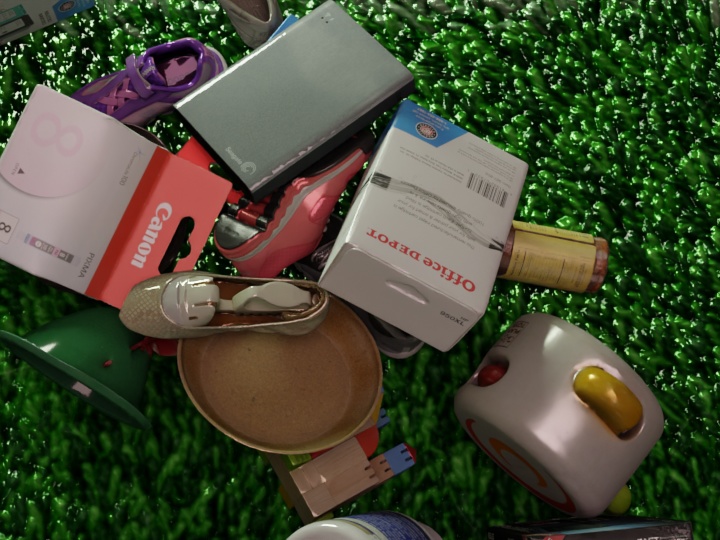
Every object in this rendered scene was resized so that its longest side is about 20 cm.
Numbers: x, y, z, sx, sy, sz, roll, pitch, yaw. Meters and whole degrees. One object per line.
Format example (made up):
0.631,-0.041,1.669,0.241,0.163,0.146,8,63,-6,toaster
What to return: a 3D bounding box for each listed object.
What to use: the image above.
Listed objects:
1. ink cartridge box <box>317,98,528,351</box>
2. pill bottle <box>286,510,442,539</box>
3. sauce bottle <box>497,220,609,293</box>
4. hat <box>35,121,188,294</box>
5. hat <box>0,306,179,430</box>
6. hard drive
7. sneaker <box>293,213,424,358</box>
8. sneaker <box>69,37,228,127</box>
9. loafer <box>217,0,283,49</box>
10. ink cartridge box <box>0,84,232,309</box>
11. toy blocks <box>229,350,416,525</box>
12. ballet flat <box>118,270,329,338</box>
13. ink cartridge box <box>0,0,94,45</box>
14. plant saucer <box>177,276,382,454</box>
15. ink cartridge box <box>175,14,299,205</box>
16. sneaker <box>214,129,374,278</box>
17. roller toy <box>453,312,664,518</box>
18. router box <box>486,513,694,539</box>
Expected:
0.062,-0.045,1.146,0.144,0.084,0.200,27,52,-7,ink cartridge box
0.010,0.285,1.106,0.119,0.200,0.120,-3,83,24,pill bottle
0.158,-0.022,1.256,0.199,0.066,0.066,12,79,-2,sauce bottle
-0.275,-0.060,1.180,0.200,0.081,0.201,0,99,2,hat
-0.227,0.043,1.165,0.165,0.200,0.176,24,72,23,hat
-0.066,-0.169,1.179,0.200,0.033,0.140,-37,62,-12,hard drive
0.000,0.000,1.207,0.200,0.116,0.075,45,79,3,sneaker
-0.231,-0.185,1.230,0.200,0.088,0.081,-28,86,-8,sneaker
-0.145,-0.330,1.274,0.070,0.070,0.200,-35,85,-11,loafer
-0.244,-0.058,1.119,0.199,0.057,0.163,26,89,1,ink cartridge box
-0.029,0.154,1.196,0.136,0.100,0.200,-26,76,-21,toy blocks
-0.124,0.026,1.119,0.199,0.062,0.068,-1,70,-18,ballet flat
-0.397,-0.317,1.207,0.199,0.147,0.146,-26,84,-9,ink cartridge box
-0.079,0.096,1.148,0.199,0.035,0.201,9,50,-11,plant saucer
-0.090,-0.151,1.249,0.116,0.067,0.200,38,78,2,ink cartridge box
-0.059,-0.065,1.188,0.200,0.087,0.074,-44,46,-20,sneaker
0.196,0.135,1.168,0.182,0.200,0.140,33,75,34,roller toy
0.214,0.271,1.137,0.149,0.200,0.062,-3,81,-7,router box
